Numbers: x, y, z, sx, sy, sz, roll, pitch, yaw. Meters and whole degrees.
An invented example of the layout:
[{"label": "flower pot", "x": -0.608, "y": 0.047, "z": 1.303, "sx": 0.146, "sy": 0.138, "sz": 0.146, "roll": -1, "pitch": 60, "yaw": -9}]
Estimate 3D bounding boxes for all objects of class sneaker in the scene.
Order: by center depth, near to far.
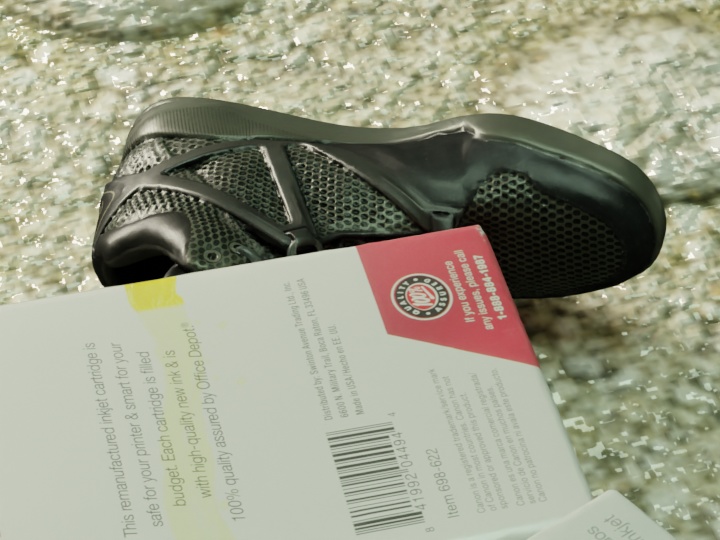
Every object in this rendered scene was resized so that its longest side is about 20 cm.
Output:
[{"label": "sneaker", "x": 0.000, "y": 0.000, "z": 0.980, "sx": 0.199, "sy": 0.076, "sz": 0.114, "roll": 6, "pitch": 43, "yaw": 14}]

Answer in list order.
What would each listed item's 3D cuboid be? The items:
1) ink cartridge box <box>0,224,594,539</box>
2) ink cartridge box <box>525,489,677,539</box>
[{"label": "ink cartridge box", "x": -0.041, "y": 0.074, "z": 0.886, "sx": 0.199, "sy": 0.084, "sz": 0.145, "roll": -9, "pitch": 41, "yaw": -8}, {"label": "ink cartridge box", "x": 0.032, "y": 0.184, "z": 0.709, "sx": 0.200, "sy": 0.145, "sz": 0.145, "roll": -29, "pitch": 48, "yaw": -26}]
